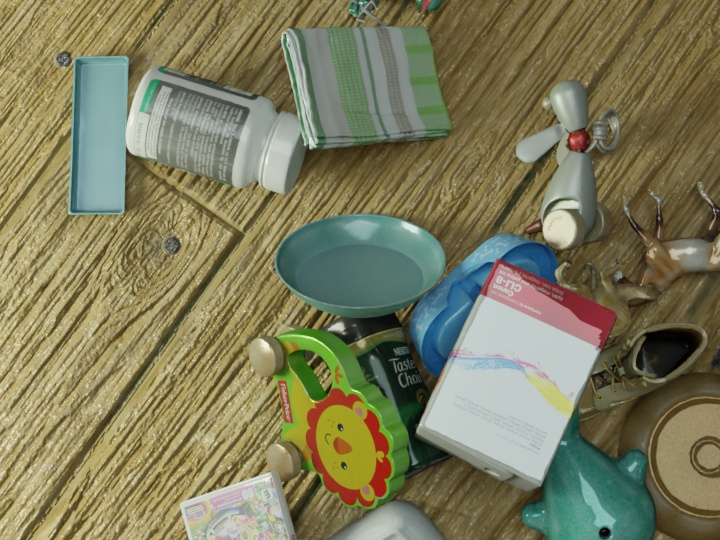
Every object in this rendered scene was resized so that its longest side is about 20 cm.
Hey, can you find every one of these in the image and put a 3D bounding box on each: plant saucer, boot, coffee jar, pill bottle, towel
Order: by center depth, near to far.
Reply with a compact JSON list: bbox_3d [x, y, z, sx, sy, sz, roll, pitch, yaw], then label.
[{"bbox_3d":[0.292,0.116,1.642,0.199,0.155,0.073,-20,81,1],"label":"boot"},{"bbox_3d":[0.029,0.140,1.675,0.085,0.104,0.201,-31,79,33],"label":"coffee jar"},{"bbox_3d":[0.400,0.217,1.682,0.199,0.035,0.201,0,81,2],"label":"plant saucer"},{"bbox_3d":[0.000,0.000,1.688,0.199,0.200,0.036,3,124,3],"label":"plant saucer"},{"bbox_3d":[0.011,-0.224,1.730,0.199,0.031,0.150,-8,80,-29],"label":"towel"},{"bbox_3d":[-0.168,-0.164,1.733,0.199,0.113,0.114,18,82,6],"label":"pill bottle"},{"bbox_3d":[-0.321,-0.166,1.789,0.070,0.019,0.201,0,81,3],"label":"plant saucer"}]

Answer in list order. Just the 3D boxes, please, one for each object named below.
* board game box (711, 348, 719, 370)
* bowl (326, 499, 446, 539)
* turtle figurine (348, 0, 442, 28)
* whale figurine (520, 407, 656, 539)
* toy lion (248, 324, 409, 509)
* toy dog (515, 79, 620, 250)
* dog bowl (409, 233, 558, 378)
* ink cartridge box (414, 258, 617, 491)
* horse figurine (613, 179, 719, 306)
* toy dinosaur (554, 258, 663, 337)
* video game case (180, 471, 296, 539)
[{"bbox_3d":[0.490,0.050,1.621,0.097,0.200,0.160,30,81,7],"label":"board game box"},{"bbox_3d":[0.029,0.380,1.653,0.199,0.075,0.200,-35,79,-4],"label":"bowl"},{"bbox_3d":[0.039,-0.371,1.768,0.200,0.101,0.150,49,122,12],"label":"turtle figurine"},{"bbox_3d":[0.252,0.248,1.630,0.159,0.104,0.201,-27,97,6],"label":"whale figurine"},{"bbox_3d":[-0.028,0.165,1.626,0.191,0.069,0.201,-1,102,44],"label":"toy lion"},{"bbox_3d":[0.233,-0.114,1.717,0.096,0.132,0.201,-4,71,36],"label":"toy dog"},{"bbox_3d":[0.140,0.037,1.692,0.200,0.112,0.050,-42,41,-4],"label":"dog bowl"},{"bbox_3d":[0.163,0.117,1.558,0.144,0.145,0.201,25,79,5],"label":"ink cartridge box"},{"bbox_3d":[0.389,-0.038,1.715,0.199,0.050,0.133,-12,91,-5],"label":"horse figurine"},{"bbox_3d":[0.256,0.043,1.661,0.200,0.058,0.101,-32,62,-14],"label":"toy dinosaur"},{"bbox_3d":[-0.125,0.344,1.658,0.143,0.018,0.201,-22,79,30],"label":"video game case"}]
